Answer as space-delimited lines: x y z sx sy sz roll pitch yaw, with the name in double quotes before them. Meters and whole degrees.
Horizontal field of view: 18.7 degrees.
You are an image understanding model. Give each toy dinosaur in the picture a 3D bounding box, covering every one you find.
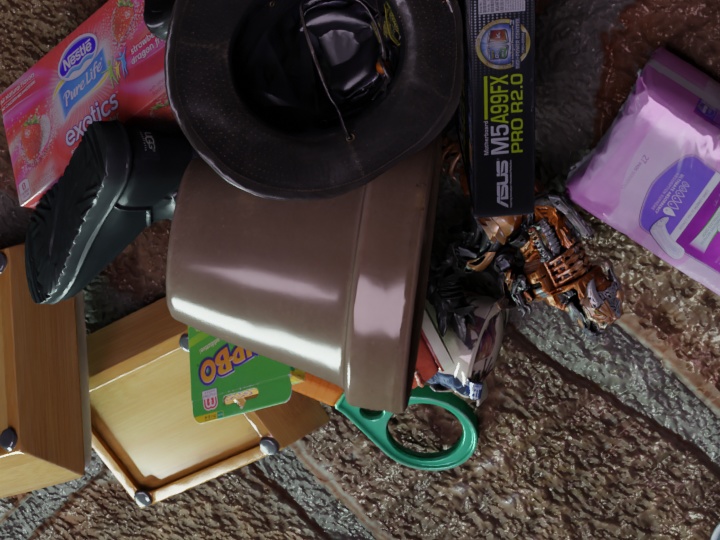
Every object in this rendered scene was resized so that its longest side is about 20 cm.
"toy dinosaur" 0.110 -0.029 1.598 0.136 0.101 0.201 -54 53 49

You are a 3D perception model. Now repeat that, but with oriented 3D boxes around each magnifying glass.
"magnifying glass" 0.002 0.107 1.754 0.199 0.022 0.080 24 128 -10

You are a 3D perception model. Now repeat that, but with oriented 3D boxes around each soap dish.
"soap dish" -0.147 0.105 1.810 0.199 0.081 0.158 -25 109 33
"soap dish" -0.299 0.082 1.785 0.156 0.081 0.202 -16 72 35

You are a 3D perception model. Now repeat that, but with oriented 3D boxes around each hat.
"hat" -0.033 -0.143 1.438 0.199 0.081 0.203 -1 95 -7

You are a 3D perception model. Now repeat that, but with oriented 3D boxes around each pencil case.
"pencil case" 0.012 0.043 1.702 0.198 0.078 0.090 14 110 14

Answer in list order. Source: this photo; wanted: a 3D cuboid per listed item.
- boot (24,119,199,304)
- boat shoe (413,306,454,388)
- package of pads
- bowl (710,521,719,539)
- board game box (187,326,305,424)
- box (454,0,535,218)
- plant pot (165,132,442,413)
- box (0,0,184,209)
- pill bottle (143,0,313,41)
"boot" -0.146 -0.038 1.626 0.167 0.077 0.200 3 145 -29
"boat shoe" 0.000 0.000 1.639 0.062 0.071 0.201 -28 76 4
"package of pads" 0.255 -0.053 1.538 0.199 0.076 0.121 33 131 0
"bowl" 0.367 0.191 1.611 0.199 0.105 0.201 19 148 13
"board game box" -0.091 0.014 1.678 0.095 0.202 0.030 -16 156 31
"box" 0.088 -0.161 1.484 0.044 0.161 0.201 -4 123 -2
"plant pot" -0.039 -0.014 1.505 0.173 0.201 0.202 9 125 4
"box" -0.171 -0.130 1.634 0.199 0.094 0.103 -33 62 36
"pill bottle" -0.044 -0.167 1.539 0.199 0.112 0.112 32 131 -26
